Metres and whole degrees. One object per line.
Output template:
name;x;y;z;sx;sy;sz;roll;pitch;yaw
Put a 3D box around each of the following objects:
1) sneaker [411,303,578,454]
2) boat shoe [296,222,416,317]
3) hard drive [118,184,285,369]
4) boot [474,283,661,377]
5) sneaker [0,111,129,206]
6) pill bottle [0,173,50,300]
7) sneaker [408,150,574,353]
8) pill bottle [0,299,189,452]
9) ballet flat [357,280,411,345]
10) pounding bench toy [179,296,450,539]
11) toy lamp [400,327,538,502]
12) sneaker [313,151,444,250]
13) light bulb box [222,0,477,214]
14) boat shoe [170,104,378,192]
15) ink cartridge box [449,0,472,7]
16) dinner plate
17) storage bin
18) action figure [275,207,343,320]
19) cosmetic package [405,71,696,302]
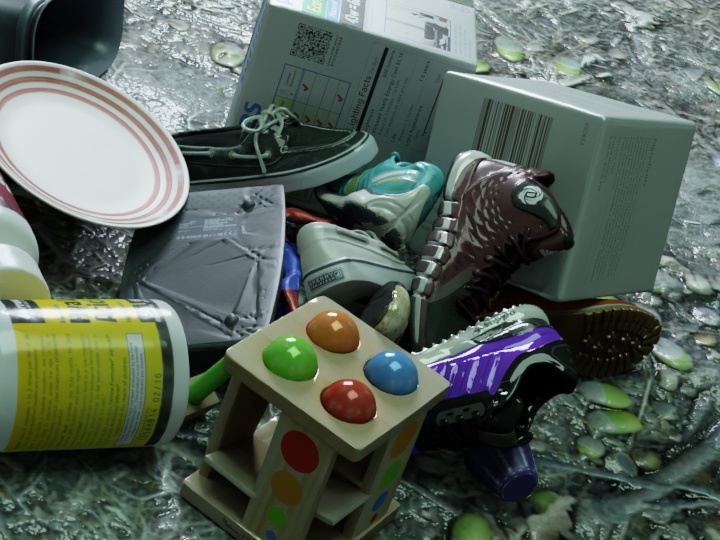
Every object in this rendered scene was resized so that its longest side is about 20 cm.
sneaker;0.082;0.107;1.440;0.199;0.070;0.100;-30;47;-8
boat shoe;0.000;0.000;1.526;0.200;0.072;0.066;13;55;-63
hard drive;-0.127;0.007;1.524;0.134;0.042;0.201;-5;39;7
boot;0.171;0.038;1.660;0.199;0.075;0.107;3;31;-23
sneaker;-0.263;-0.093;1.626;0.199;0.071;0.094;-4;48;-29
pill bottle;-0.318;-0.027;1.456;0.109;0.110;0.200;-4;40;-32
sneaker;0.113;-0.005;1.511;0.115;0.076;0.201;7;69;23
pill bottle;-0.234;0.077;1.351;0.199;0.112;0.111;0;38;-28
ballet flat;0.022;0.053;1.470;0.057;0.200;0.067;35;78;4
pounding bench toy;-0.061;0.098;1.371;0.200;0.157;0.124;34;36;20
toy lamp;0.087;0.110;1.523;0.058;0.058;0.200;-2;38;-29
sneaker;0.020;-0.061;1.617;0.078;0.080;0.200;47;-12;-17
light bulb box;-0.015;-0.164;1.731;0.199;0.199;0.125;16;31;-8
boat shoe;-0.084;-0.112;1.651;0.198;0.068;0.074;-5;26;25
ink cartridge box;0.040;-0.223;1.842;0.115;0.201;0.067;15;33;-6
dinner plate;-0.238;-0.102;1.563;0.199;0.024;0.201;25;33;-17
storage bin;-0.324;-0.246;1.753;0.134;0.146;0.200;15;32;11
action figure;-0.044;-0.005;1.611;0.098;0.065;0.200;-3;40;-21
cosmetic package;0.173;-0.077;1.660;0.167;0.167;0.200;19;13;31
